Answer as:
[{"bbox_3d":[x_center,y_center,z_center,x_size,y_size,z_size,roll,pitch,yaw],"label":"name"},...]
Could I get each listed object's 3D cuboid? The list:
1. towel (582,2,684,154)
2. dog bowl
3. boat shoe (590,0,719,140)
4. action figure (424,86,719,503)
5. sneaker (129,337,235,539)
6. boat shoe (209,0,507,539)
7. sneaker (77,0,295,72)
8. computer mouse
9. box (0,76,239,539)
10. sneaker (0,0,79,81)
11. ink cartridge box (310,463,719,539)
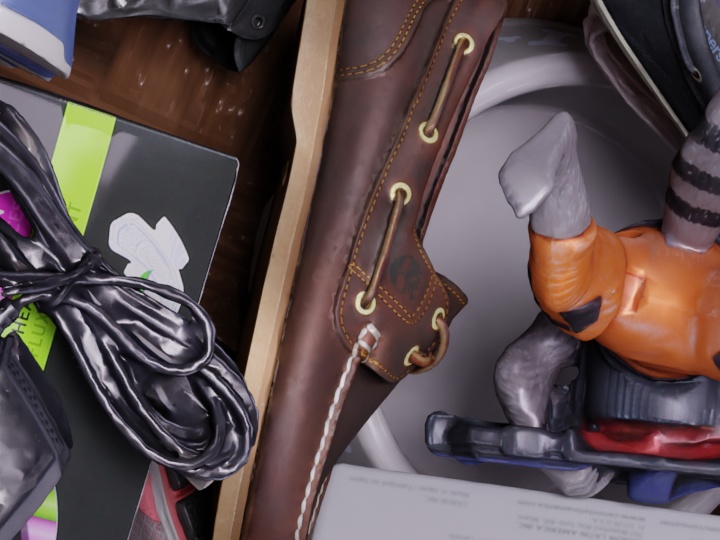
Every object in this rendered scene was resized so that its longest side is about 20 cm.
[{"bbox_3d":[0.171,-0.077,0.950,0.191,0.032,0.200,49,47,-19],"label":"towel"},{"bbox_3d":[0.063,0.014,0.939,0.199,0.059,0.202,-2,94,-22],"label":"dog bowl"},{"bbox_3d":[0.146,-0.041,0.846,0.075,0.062,0.200,-47,112,-13],"label":"boat shoe"},{"bbox_3d":[0.123,0.016,0.823,0.198,0.194,0.105,7,73,2],"label":"action figure"},{"bbox_3d":[-0.056,0.116,0.891,0.074,0.086,0.201,-24,95,-59],"label":"sneaker"},{"bbox_3d":[0.000,0.000,0.834,0.070,0.070,0.201,12,82,-4],"label":"boat shoe"},{"bbox_3d":[-0.030,-0.113,0.895,0.198,0.060,0.105,10,91,-19],"label":"sneaker"},{"bbox_3d":[-0.132,0.062,0.740,0.139,0.053,0.200,49,65,-16],"label":"computer mouse"},{"bbox_3d":[-0.146,0.036,0.822,0.148,0.124,0.201,17,89,-23],"label":"box"},{"bbox_3d":[-0.113,-0.126,0.783,0.080,0.199,0.116,32,84,-34],"label":"sneaker"},{"bbox_3d":[0.049,0.155,0.803,0.159,0.047,0.201,8,49,8],"label":"ink cartridge box"}]
